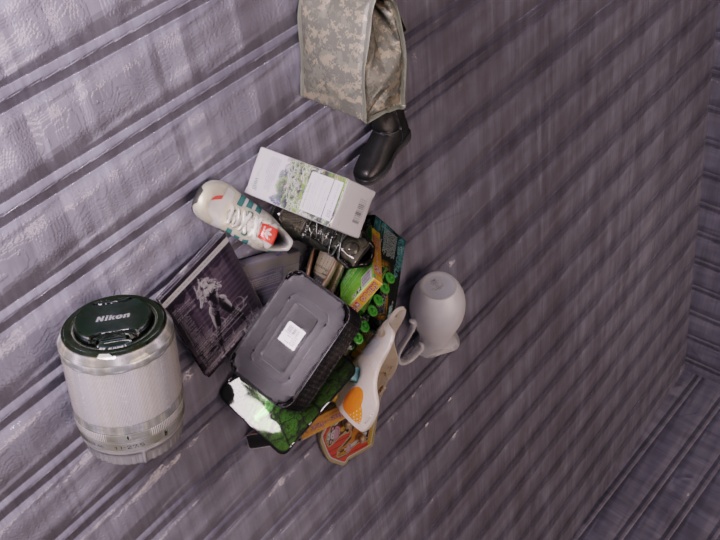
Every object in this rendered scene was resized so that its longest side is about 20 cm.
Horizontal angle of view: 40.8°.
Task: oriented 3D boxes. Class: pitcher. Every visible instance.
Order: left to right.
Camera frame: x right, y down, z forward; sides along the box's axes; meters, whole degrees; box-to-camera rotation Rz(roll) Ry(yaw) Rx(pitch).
[{"bbox_3d":[0.144,0.110,2.077,0.170,0.121,0.202,-29,144,-23],"label":"pitcher"}]

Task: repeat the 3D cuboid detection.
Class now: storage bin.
[{"bbox_3d":[-0.106,0.119,1.613,0.201,0.134,0.094,-55,162,-2],"label":"storage bin"}]

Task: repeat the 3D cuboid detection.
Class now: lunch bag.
[{"bbox_3d":[-0.013,-0.360,1.527,0.117,0.163,0.203,-28,131,-37],"label":"lunch bag"}]

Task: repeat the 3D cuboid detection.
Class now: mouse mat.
[{"bbox_3d":[-0.125,0.192,1.671,0.200,0.161,0.008,-48,174,-9],"label":"mouse mat"}]

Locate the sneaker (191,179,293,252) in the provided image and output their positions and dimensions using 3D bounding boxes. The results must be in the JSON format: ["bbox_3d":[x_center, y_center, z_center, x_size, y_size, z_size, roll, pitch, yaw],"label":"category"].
[{"bbox_3d":[-0.177,-0.080,1.515,0.199,0.092,0.071,34,80,-56],"label":"sneaker"}]

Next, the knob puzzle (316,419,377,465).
[{"bbox_3d":[-0.017,0.323,2.028,0.219,0.030,0.223,-32,133,-42],"label":"knob puzzle"}]

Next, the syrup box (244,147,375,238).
[{"bbox_3d":[-0.082,-0.124,1.528,0.081,0.198,0.080,18,94,-53],"label":"syrup box"}]

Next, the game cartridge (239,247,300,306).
[{"bbox_3d":[-0.182,0.038,1.631,0.199,0.038,0.132,-18,119,-49],"label":"game cartridge"}]

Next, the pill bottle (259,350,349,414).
[{"bbox_3d":[-0.106,0.172,1.742,0.201,0.111,0.113,-53,144,-21],"label":"pill bottle"}]

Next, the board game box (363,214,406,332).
[{"bbox_3d":[0.034,0.013,1.865,0.135,0.028,0.203,36,59,-54],"label":"board game box"}]

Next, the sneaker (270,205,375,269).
[{"bbox_3d":[-0.055,-0.063,1.634,0.198,0.114,0.077,30,86,-25],"label":"sneaker"}]

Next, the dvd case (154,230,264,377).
[{"bbox_3d":[-0.232,0.056,1.529,0.149,0.016,0.201,-49,142,-23],"label":"dvd case"}]

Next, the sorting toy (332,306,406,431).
[{"bbox_3d":[0.028,0.157,1.764,0.181,0.106,0.200,-59,180,25],"label":"sorting toy"}]

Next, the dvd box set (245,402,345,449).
[{"bbox_3d":[-0.095,0.278,1.795,0.199,0.145,0.030,-18,91,-49],"label":"dvd box set"}]

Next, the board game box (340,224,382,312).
[{"bbox_3d":[0.000,0.000,1.735,0.030,0.201,0.096,32,115,-20],"label":"board game box"}]

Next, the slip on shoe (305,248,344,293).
[{"bbox_3d":[-0.054,-0.042,1.731,0.203,0.075,0.060,-68,162,12],"label":"slip on shoe"}]

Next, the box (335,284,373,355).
[{"bbox_3d":[-0.018,0.137,1.905,0.159,0.049,0.203,24,87,-59],"label":"box"}]

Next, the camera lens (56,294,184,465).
[{"bbox_3d":[-0.332,0.149,1.362,0.159,0.158,0.203,-34,134,-40],"label":"camera lens"}]

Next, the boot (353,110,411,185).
[{"bbox_3d":[0.022,-0.276,1.712,0.166,0.065,0.202,-56,149,-33],"label":"boot"}]

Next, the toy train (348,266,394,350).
[{"bbox_3d":[0.006,0.061,1.752,0.056,0.042,0.201,40,47,-12],"label":"toy train"}]
